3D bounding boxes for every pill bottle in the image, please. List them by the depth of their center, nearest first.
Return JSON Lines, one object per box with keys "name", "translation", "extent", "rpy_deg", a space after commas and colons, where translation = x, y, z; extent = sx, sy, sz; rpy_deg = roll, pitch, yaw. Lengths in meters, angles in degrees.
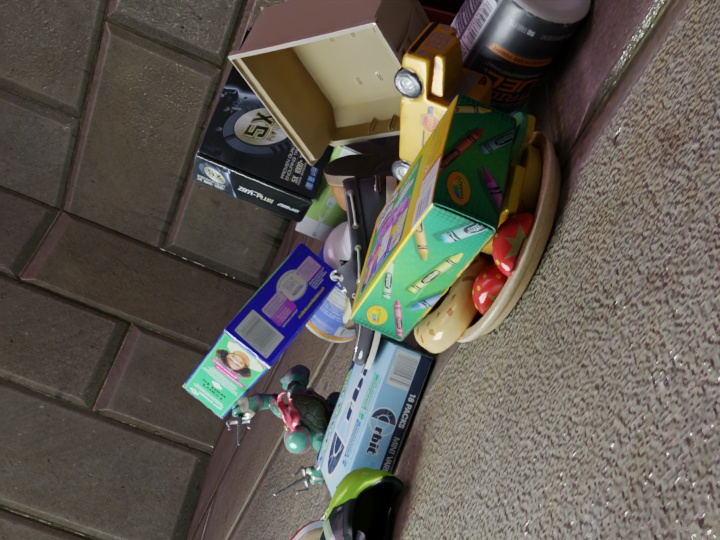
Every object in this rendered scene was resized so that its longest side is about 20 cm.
{"name": "pill bottle", "translation": [0.133, -0.214, 0.891], "extent": [0.200, 0.105, 0.107], "rpy_deg": [123, 165, -53]}
{"name": "pill bottle", "translation": [-0.008, 0.003, 1.209], "extent": [0.201, 0.111, 0.113], "rpy_deg": [122, 166, -51]}

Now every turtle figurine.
{"name": "turtle figurine", "translation": [-0.075, 0.191, 1.112], "extent": [0.100, 0.150, 0.200], "rpy_deg": [-34, 7, 18]}

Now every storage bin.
{"name": "storage bin", "translation": [-0.007, -0.219, 1.032], "extent": [0.198, 0.199, 0.095], "rpy_deg": [-3, 52, 34]}

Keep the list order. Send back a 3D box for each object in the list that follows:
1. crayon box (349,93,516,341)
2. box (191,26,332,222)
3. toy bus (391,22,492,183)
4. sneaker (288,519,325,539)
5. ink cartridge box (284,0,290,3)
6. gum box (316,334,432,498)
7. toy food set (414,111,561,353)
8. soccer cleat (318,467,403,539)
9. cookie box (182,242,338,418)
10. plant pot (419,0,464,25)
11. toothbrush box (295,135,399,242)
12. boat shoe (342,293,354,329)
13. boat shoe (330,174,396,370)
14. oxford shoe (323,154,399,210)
{"name": "crayon box", "translation": [0.058, -0.039, 0.777], "extent": [0.200, 0.058, 0.120], "rpy_deg": [124, 165, -55]}
{"name": "box", "translation": [-0.115, -0.193, 1.207], "extent": [0.086, 0.162, 0.202], "rpy_deg": [135, 155, -69]}
{"name": "toy bus", "translation": [0.079, -0.133, 0.875], "extent": [0.065, 0.078, 0.201], "rpy_deg": [-51, -25, -35]}
{"name": "sneaker", "translation": [-0.069, 0.319, 0.986], "extent": [0.113, 0.070, 0.202], "rpy_deg": [-92, 22, -60]}
{"name": "ink cartridge box", "translation": [-0.031, -0.358, 1.139], "extent": [0.147, 0.082, 0.203], "rpy_deg": [79, -161, -64]}
{"name": "gum box", "translation": [0.009, 0.156, 0.978], "extent": [0.200, 0.044, 0.172], "rpy_deg": [-165, 95, -82]}
{"name": "toy food set", "translation": [0.111, -0.033, 0.787], "extent": [0.200, 0.048, 0.200], "rpy_deg": [126, 162, -60]}
{"name": "soccer cleat", "translation": [-0.014, 0.273, 0.804], "extent": [0.081, 0.067, 0.202], "rpy_deg": [-26, 42, 58]}
{"name": "cookie box", "translation": [-0.129, 0.081, 1.160], "extent": [0.172, 0.075, 0.200], "rpy_deg": [-51, 2, -37]}
{"name": "plant pot", "translation": [0.091, -0.311, 1.136], "extent": [0.177, 0.197, 0.202], "rpy_deg": [105, 180, -51]}
{"name": "toothbrush box", "translation": [0.009, -0.115, 1.267], "extent": [0.201, 0.144, 0.087], "rpy_deg": [122, 166, -50]}
{"name": "boat shoe", "translation": [0.011, 0.023, 1.079], "extent": [0.200, 0.071, 0.077], "rpy_deg": [115, 143, -76]}
{"name": "boat shoe", "translation": [0.000, 0.000, 0.939], "extent": [0.073, 0.062, 0.203], "rpy_deg": [133, 143, -88]}
{"name": "oxford shoe", "translation": [0.047, -0.091, 1.068], "extent": [0.071, 0.198, 0.072], "rpy_deg": [-41, -53, -35]}
